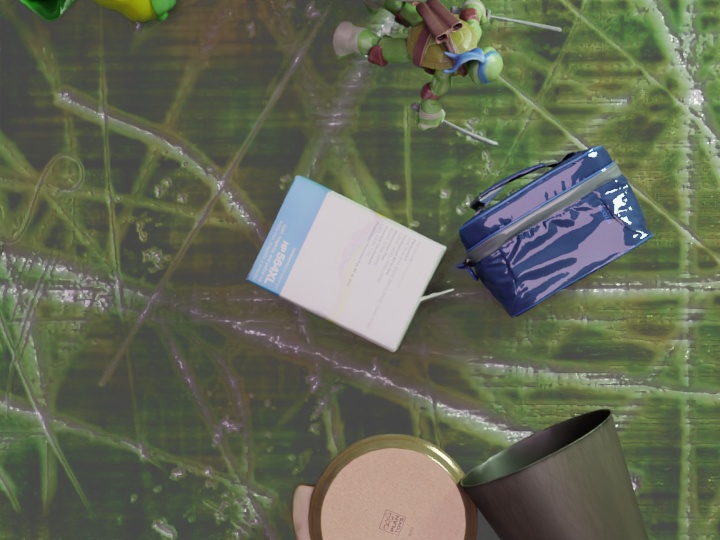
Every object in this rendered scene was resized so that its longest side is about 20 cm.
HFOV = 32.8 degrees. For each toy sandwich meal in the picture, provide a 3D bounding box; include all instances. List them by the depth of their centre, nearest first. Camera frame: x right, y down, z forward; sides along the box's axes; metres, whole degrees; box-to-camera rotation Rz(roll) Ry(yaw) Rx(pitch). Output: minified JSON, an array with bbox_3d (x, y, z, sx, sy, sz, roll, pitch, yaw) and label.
[{"bbox_3d":[0.029,0.275,1.348,0.204,0.070,0.206,0,86,0],"label":"toy sandwich meal"}]

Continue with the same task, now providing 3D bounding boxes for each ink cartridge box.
[{"bbox_3d":[0.000,0.000,1.322,0.199,0.129,0.126,27,91,5],"label":"ink cartridge box"}]

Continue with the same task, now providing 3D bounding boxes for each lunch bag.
[{"bbox_3d":[0.194,-0.045,1.306,0.200,0.136,0.133,-30,87,4],"label":"lunch bag"}]

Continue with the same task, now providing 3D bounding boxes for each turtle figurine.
[{"bbox_3d":[0.082,-0.234,1.350,0.194,0.200,0.144,29,114,23],"label":"turtle figurine"}]

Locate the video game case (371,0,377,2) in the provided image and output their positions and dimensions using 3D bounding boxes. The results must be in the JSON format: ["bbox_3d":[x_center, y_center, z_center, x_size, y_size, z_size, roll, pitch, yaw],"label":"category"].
[{"bbox_3d":[-0.034,-0.404,1.350,0.199,0.022,0.183,26,64,4],"label":"video game case"}]

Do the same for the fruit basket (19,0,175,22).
[{"bbox_3d":[-0.298,-0.361,1.351,0.215,0.155,0.217,-4,76,16],"label":"fruit basket"}]

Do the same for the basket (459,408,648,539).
[{"bbox_3d":[0.228,0.277,1.302,0.180,0.136,0.201,-25,91,-2],"label":"basket"}]
